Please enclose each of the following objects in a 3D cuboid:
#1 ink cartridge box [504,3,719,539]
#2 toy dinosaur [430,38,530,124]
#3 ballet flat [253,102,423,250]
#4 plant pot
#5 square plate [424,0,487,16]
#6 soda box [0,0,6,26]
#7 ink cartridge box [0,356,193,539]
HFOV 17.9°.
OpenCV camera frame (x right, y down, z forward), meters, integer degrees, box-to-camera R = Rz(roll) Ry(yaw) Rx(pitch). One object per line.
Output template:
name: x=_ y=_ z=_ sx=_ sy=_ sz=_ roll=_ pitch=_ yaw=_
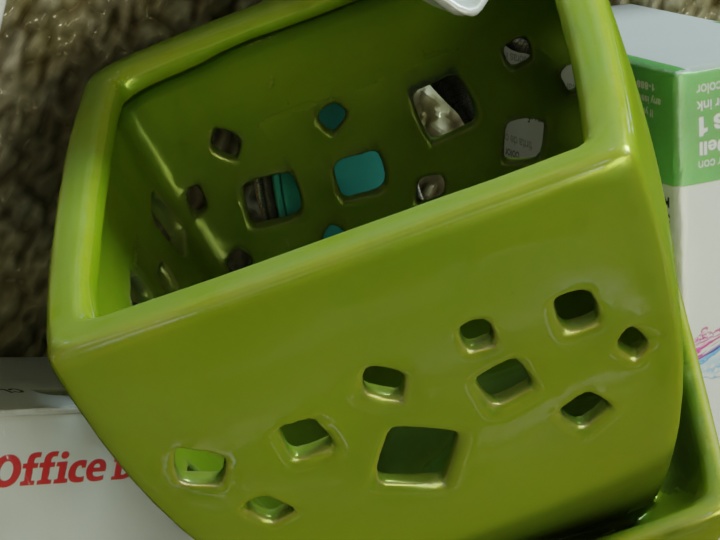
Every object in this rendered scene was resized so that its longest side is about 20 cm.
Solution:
ink cartridge box: x=0.125 y=-0.002 z=0.969 sx=0.084 sy=0.145 sz=0.201 roll=-12 pitch=108 yaw=-27
toy dinosaur: x=0.031 y=-0.134 z=0.926 sx=0.077 sy=0.102 sz=0.201 roll=-55 pitch=139 yaw=-40
ballet flat: x=0.000 y=0.000 z=0.945 sx=0.068 sy=0.067 sz=0.201 roll=-31 pitch=115 yaw=-13
plant pot: x=0.020 y=0.014 z=0.806 sx=0.199 sy=0.199 sz=0.182 roll=-20 pitch=120 yaw=10
square plate: x=-0.010 y=-0.199 z=0.826 sx=0.200 sy=0.028 sz=0.198 roll=35 pitch=48 yaw=-5
soda box: x=-0.161 y=-0.135 z=0.823 sx=0.068 sy=0.064 sz=0.201 roll=10 pitch=97 yaw=-30
ink cartridge box: x=-0.134 y=0.137 z=0.874 sx=0.145 sy=0.083 sz=0.201 roll=2 pitch=102 yaw=-49
